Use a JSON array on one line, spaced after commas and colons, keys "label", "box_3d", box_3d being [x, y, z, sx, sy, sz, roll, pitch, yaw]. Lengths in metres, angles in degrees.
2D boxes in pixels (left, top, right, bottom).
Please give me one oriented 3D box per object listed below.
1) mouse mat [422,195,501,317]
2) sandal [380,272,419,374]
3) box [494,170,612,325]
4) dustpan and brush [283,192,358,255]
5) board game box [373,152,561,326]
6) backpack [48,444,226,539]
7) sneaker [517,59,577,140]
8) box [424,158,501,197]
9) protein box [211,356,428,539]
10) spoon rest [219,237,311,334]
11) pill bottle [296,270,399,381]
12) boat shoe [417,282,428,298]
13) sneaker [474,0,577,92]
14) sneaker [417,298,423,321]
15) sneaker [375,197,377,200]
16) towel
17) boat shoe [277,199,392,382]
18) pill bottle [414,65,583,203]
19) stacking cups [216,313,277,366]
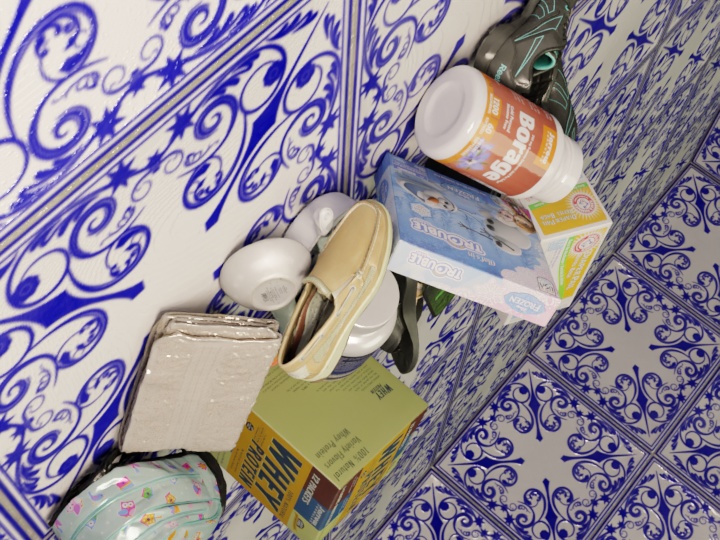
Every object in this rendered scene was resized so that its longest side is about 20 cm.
[{"label": "mouse mat", "box_3d": [0.156, -0.026, 1.479, 0.201, 0.008, 0.161, -51, 163, -5]}, {"label": "sandal", "box_3d": [0.037, 0.050, 1.345, 0.047, 0.075, 0.202, -20, 132, -19]}, {"label": "box", "box_3d": [0.239, -0.033, 1.435, 0.111, 0.102, 0.201, -15, 149, -17]}, {"label": "dustpan and brush", "box_3d": [-0.044, -0.041, 1.173, 0.140, 0.057, 0.200, -49, 163, -11]}, {"label": "board game box", "box_3d": [0.117, -0.039, 1.230, 0.200, 0.198, 0.044, -95, -151, -55]}, {"label": "backpack", "box_3d": [-0.238, 0.270, 1.179, 0.167, 0.126, 0.200, -51, 161, 7]}, {"label": "sneaker", "box_3d": [0.248, -0.216, 1.444, 0.079, 0.075, 0.203, 15, 74, -45]}, {"label": "box", "box_3d": [0.154, -0.102, 1.507, 0.181, 0.104, 0.201, -29, 152, -49]}, {"label": "protein box", "box_3d": [-0.060, 0.198, 1.379, 0.198, 0.199, 0.136, -35, 157, -44]}, {"label": "spoon rest", "box_3d": [-0.090, 0.032, 1.159, 0.098, 0.061, 0.201, -20, 140, -3]}, {"label": "pill bottle", "box_3d": [-0.020, 0.056, 1.273, 0.111, 0.111, 0.200, -44, 177, -23]}, {"label": "boat shoe", "box_3d": [0.063, 0.008, 1.452, 0.074, 0.069, 0.202, -37, 138, -42]}, {"label": "sneaker", "box_3d": [0.223, -0.289, 1.330, 0.200, 0.079, 0.076, -47, 161, -24]}, {"label": "sneaker", "box_3d": [0.035, 0.050, 1.549, 0.199, 0.074, 0.089, -27, 146, -48]}, {"label": "sneaker", "box_3d": [0.000, 0.000, 1.365, 0.080, 0.076, 0.202, -38, 148, -39]}, {"label": "towel", "box_3d": [-0.166, 0.122, 1.107, 0.131, 0.035, 0.201, 4, 132, -24]}, {"label": "boat shoe", "box_3d": [-0.028, 0.017, 1.105, 0.076, 0.071, 0.202, 28, 82, -59]}, {"label": "pill bottle", "box_3d": [0.169, -0.153, 1.275, 0.198, 0.112, 0.113, 21, 111, -35]}, {"label": "stacking cups", "box_3d": [-0.131, 0.089, 1.225, 0.061, 0.060, 0.200, -52, 166, 1]}]
